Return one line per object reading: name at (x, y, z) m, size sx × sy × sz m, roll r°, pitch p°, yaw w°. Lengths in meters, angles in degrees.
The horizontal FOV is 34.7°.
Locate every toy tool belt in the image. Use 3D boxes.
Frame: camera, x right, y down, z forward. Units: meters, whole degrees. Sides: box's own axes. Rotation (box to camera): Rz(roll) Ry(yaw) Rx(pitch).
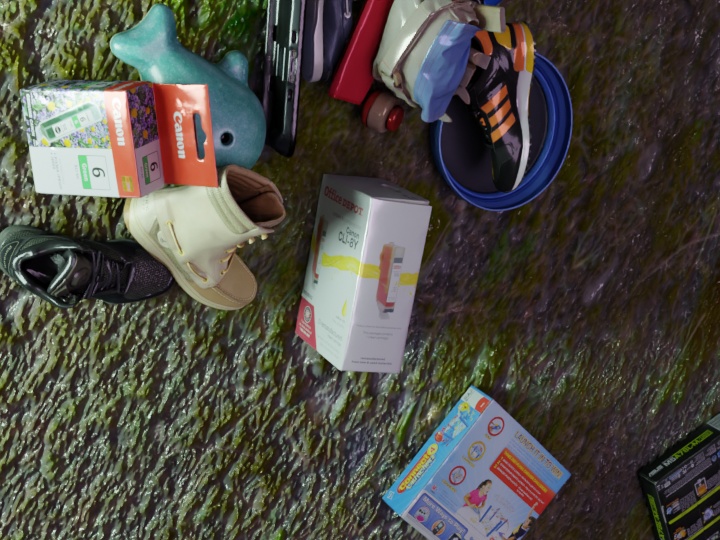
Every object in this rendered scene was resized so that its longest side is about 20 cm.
toy tool belt at (0.081, -0.223, 1.285) m, size 0.125 × 0.122 × 0.202 m, roll -40°, pitch 155°, yaw -53°

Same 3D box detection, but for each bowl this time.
bowl at (0.174, -0.177, 1.440) m, size 0.198 × 0.039 × 0.204 m, roll -8°, pitch 108°, yaw -25°

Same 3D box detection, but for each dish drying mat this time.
dish drying mat at (0.022, -0.282, 1.278) m, size 0.076 × 0.018 × 0.202 m, roll 2°, pitch 115°, yaw -59°

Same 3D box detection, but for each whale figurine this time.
whale figurine at (-0.177, -0.178, 1.217) m, size 0.158 × 0.104 × 0.201 m, roll -38°, pitch 121°, yaw -12°

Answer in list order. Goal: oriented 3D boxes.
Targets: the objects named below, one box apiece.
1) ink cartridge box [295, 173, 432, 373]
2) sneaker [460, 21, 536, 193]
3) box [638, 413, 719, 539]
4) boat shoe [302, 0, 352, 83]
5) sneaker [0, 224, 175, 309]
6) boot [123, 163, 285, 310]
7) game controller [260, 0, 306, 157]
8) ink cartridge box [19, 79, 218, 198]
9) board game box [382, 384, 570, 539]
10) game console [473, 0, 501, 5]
ink cartridge box at (0.000, 0.000, 1.343) m, size 0.082 × 0.145 × 0.203 m, roll 5°, pitch 103°, yaw -27°
sneaker at (0.154, -0.194, 1.371) m, size 0.088 × 0.070 × 0.203 m, roll -1°, pitch 106°, yaw -11°
box at (0.535, 0.343, 1.785) m, size 0.198 × 0.047 × 0.195 m, roll -31°, pitch 119°, yaw -17°
boat shoe at (-0.029, -0.308, 1.273) m, size 0.061 × 0.075 × 0.203 m, roll -6°, pitch 109°, yaw -24°
sneaker at (-0.279, 0.005, 1.218) m, size 0.197 × 0.114 × 0.077 m, roll 13°, pitch 101°, yaw -32°
boot at (-0.138, -0.034, 1.246) m, size 0.200 × 0.154 × 0.074 m, roll 47°, pitch 40°, yaw -39°
game controller at (-0.080, -0.228, 1.254) m, size 0.041 × 0.104 × 0.203 m, roll -1°, pitch 107°, yaw -22°
ink cartridge box at (-0.242, -0.132, 1.153) m, size 0.050 × 0.197 × 0.111 m, roll -37°, pitch 128°, yaw -58°
board game box at (0.161, 0.293, 1.567) m, size 0.196 × 0.056 × 0.200 m, roll -50°, pitch 121°, yaw -6°
game console at (0.090, -0.393, 1.342) m, size 0.168 × 0.119 × 0.202 m, roll -14°, pitch 115°, yaw 11°
